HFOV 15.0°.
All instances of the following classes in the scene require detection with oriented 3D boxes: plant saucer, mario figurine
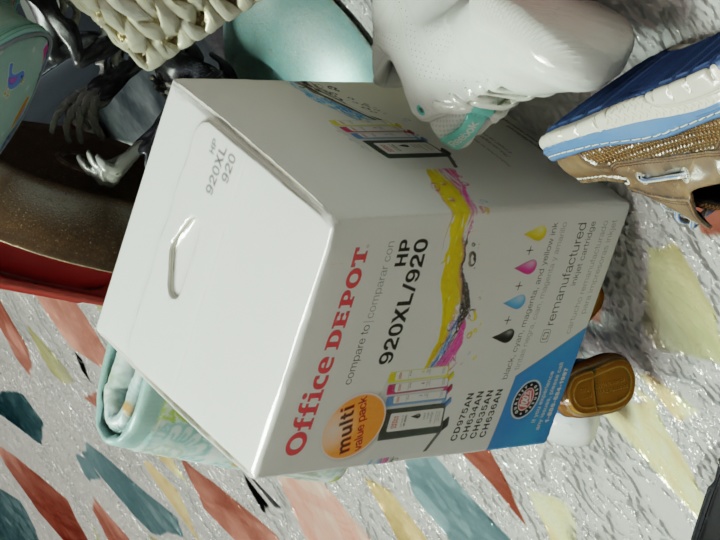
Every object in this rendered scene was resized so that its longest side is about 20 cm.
[{"bbox_3d":[-0.029,-0.093,1.608,0.201,0.039,0.201,47,160,24],"label":"plant saucer"},{"bbox_3d":[-0.161,-0.047,1.592,0.200,0.200,0.037,34,112,48],"label":"plant saucer"},{"bbox_3d":[0.080,0.030,1.532,0.200,0.106,0.124,3,82,57],"label":"mario figurine"}]

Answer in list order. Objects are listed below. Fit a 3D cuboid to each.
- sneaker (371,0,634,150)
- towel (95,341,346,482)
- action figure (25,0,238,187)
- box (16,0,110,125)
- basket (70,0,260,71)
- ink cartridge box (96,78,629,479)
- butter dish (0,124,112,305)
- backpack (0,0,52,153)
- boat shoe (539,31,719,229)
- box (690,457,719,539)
[{"bbox_3d":[0.060,-0.095,1.277,0.200,0.075,0.089,35,111,62],"label":"sneaker"},{"bbox_3d":[-0.047,0.010,1.478,0.171,0.201,0.048,14,-176,-41],"label":"towel"},{"bbox_3d":[-0.135,-0.103,1.572,0.200,0.102,0.119,40,178,-21],"label":"action figure"},{"bbox_3d":[-0.301,-0.169,1.899,0.200,0.196,0.117,51,162,11],"label":"box"},{"bbox_3d":[-0.126,-0.213,1.380,0.200,0.123,0.136,45,-170,-47],"label":"basket"},{"bbox_3d":[0.000,0.000,1.369,0.145,0.200,0.148,39,121,40],"label":"ink cartridge box"},{"bbox_3d":[-0.255,-0.076,2.058,0.200,0.148,0.199,12,-160,-48],"label":"butter dish"},{"bbox_3d":[-0.247,-0.112,1.412,0.153,0.200,0.176,30,136,1],"label":"backpack"},{"bbox_3d":[0.142,-0.055,1.191,0.072,0.072,0.200,55,162,-7],"label":"boat shoe"},{"bbox_3d":[0.250,0.197,1.406,0.200,0.050,0.199,47,161,20],"label":"box"}]
